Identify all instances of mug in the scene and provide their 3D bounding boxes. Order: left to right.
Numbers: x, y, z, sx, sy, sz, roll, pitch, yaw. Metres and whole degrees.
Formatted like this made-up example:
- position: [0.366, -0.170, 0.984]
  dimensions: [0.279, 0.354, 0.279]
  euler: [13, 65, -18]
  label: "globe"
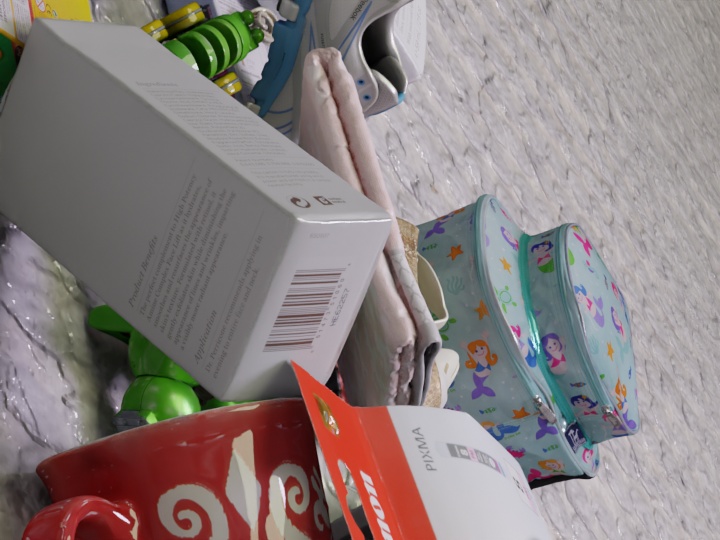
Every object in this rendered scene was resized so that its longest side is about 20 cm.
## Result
- position: [-0.082, 0.175, 1.047]
  dimensions: [0.177, 0.133, 0.201]
  euler: [-9, 81, -32]
  label: "mug"

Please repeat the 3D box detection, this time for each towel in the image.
- position: [0.000, 0.000, 1.300]
  dimensions: [0.200, 0.032, 0.192]
  euler: [98, -23, -63]
  label: "towel"

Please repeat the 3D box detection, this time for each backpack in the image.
- position: [0.110, 0.047, 1.638]
  dimensions: [0.200, 0.150, 0.178]
  euler: [48, 29, -35]
  label: "backpack"

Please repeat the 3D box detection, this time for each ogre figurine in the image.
- position: [-0.074, 0.043, 1.199]
  dimensions: [0.120, 0.098, 0.201]
  euler: [24, 88, -47]
  label: "ogre figurine"

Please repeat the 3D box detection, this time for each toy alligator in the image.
- position: [-0.085, -0.135, 1.360]
  dimensions: [0.059, 0.054, 0.200]
  euler: [62, 35, -6]
  label: "toy alligator"

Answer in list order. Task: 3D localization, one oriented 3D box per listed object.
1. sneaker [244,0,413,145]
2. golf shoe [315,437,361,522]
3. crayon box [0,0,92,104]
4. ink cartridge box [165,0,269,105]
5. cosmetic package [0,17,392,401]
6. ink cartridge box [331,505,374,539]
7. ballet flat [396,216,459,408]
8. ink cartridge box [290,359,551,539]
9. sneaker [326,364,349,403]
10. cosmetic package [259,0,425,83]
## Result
- position: [-0.019, -0.105, 1.391]
  dimensions: [0.086, 0.201, 0.075]
  euler: [28, 31, 14]
  label: "sneaker"
- position: [-0.002, 0.132, 1.307]
  dimensions: [0.200, 0.097, 0.078]
  euler: [55, 25, -31]
  label: "golf shoe"
- position: [-0.198, -0.179, 1.165]
  dimensions: [0.119, 0.058, 0.201]
  euler: [35, 38, -58]
  label: "crayon box"
- position: [-0.090, -0.182, 1.486]
  dimensions: [0.119, 0.042, 0.201]
  euler: [13, 60, -67]
  label: "ink cartridge box"
- position: [-0.088, -0.032, 1.079]
  dimensions: [0.074, 0.102, 0.200]
  euler: [-2, 33, -48]
  label: "cosmetic package"
- position: [0.059, 0.220, 1.158]
  dimensions: [0.200, 0.057, 0.163]
  euler: [51, 14, -57]
  label: "ink cartridge box"
- position: [0.033, 0.044, 1.517]
  dimensions: [0.065, 0.071, 0.201]
  euler: [3, 60, -23]
  label: "ballet flat"
- position: [0.050, 0.132, 1.065]
  dimensions: [0.200, 0.057, 0.163]
  euler: [51, 15, -56]
  label: "ink cartridge box"
- position: [-0.011, 0.053, 1.437]
  dimensions: [0.087, 0.073, 0.201]
  euler: [76, 0, -67]
  label: "sneaker"
- position: [-0.033, -0.215, 1.485]
  dimensions: [0.200, 0.074, 0.102]
  euler: [56, 23, -37]
  label: "cosmetic package"
